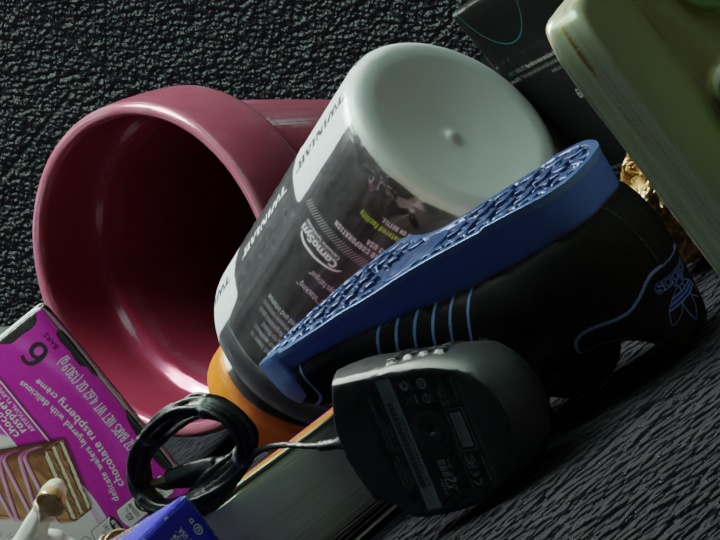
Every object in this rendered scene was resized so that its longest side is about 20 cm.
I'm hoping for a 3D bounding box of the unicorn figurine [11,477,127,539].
[{"bbox_3d":[-0.134,0.149,1.238,0.200,0.074,0.137,-48,-2,-30],"label":"unicorn figurine"}]

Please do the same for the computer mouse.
[{"bbox_3d":[-0.009,0.059,1.054,0.200,0.059,0.034,-10,16,40],"label":"computer mouse"}]

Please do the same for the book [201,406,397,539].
[{"bbox_3d":[0.008,0.062,1.188,0.200,0.048,0.134,-38,3,-13],"label":"book"}]

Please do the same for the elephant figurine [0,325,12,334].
[{"bbox_3d":[-0.238,0.124,2.115,0.141,0.156,0.200,5,29,8],"label":"elephant figurine"}]

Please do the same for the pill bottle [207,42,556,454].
[{"bbox_3d":[0.000,0.000,1.319,0.106,0.106,0.200,-44,-9,-49],"label":"pill bottle"}]

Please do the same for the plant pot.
[{"bbox_3d":[-0.063,-0.021,1.724,0.179,0.200,0.200,-22,-9,-47],"label":"plant pot"}]

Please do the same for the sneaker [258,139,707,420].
[{"bbox_3d":[0.041,0.024,1.061,0.070,0.078,0.200,-44,10,-38],"label":"sneaker"}]

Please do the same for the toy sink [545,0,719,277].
[{"bbox_3d":[0.152,-0.075,0.873,0.112,0.130,0.200,-36,5,23],"label":"toy sink"}]

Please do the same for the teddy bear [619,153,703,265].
[{"bbox_3d":[0.178,-0.081,1.105,0.200,0.067,0.145,-34,4,37],"label":"teddy bear"}]

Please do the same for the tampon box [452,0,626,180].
[{"bbox_3d":[0.171,-0.133,1.269,0.200,0.126,0.150,-39,5,-16],"label":"tampon box"}]

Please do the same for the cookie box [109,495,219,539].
[{"bbox_3d":[-0.137,0.182,0.964,0.171,0.075,0.200,-34,7,44],"label":"cookie box"}]

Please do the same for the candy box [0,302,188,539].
[{"bbox_3d":[-0.210,0.132,1.616,0.200,0.136,0.061,-40,4,-2],"label":"candy box"}]
